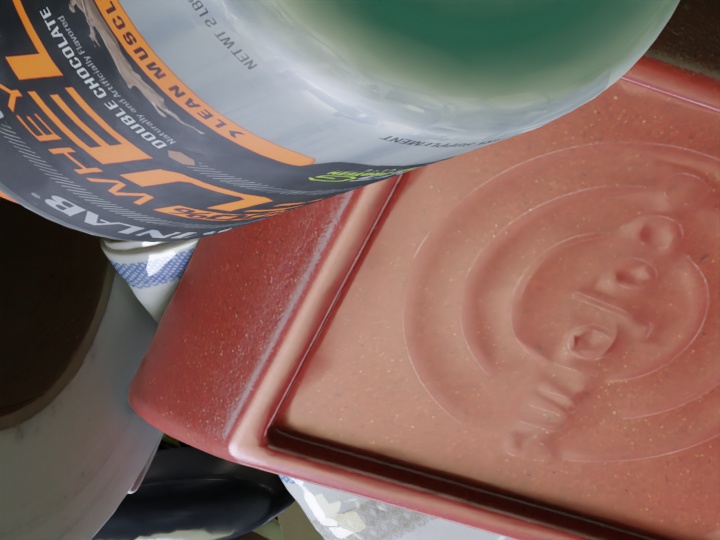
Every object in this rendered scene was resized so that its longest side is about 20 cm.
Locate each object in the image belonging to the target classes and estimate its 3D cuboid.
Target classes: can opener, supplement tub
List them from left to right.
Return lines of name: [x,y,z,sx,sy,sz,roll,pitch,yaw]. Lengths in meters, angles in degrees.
can opener: [-0.115,0.061,0.971,0.199,0.064,0.079,-2,-179,14]
supplement tub: [-0.026,-0.073,0.620,0.122,0.123,0.200,20,164,-23]

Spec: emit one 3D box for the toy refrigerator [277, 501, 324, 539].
toy refrigerator: [0.015,0.079,1.036,0.076,0.070,0.200,19,-155,-22]

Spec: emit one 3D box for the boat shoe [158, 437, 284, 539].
boat shoe: [-0.023,0.120,1.081,0.202,0.075,0.075,36,-162,-16]

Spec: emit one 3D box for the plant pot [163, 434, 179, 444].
plant pot: [-0.019,0.120,1.228,0.194,0.195,0.200,12,155,7]

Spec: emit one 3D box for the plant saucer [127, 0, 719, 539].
plant saucer: [0.064,0.004,0.761,0.199,0.037,0.200,16,126,-17]

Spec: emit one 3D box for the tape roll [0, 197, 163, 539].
tape roll: [-0.150,-0.017,0.787,0.139,0.204,0.203,4,163,31]

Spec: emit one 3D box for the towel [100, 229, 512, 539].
towel: [0.036,0.028,0.817,0.146,0.024,0.200,-24,126,15]
